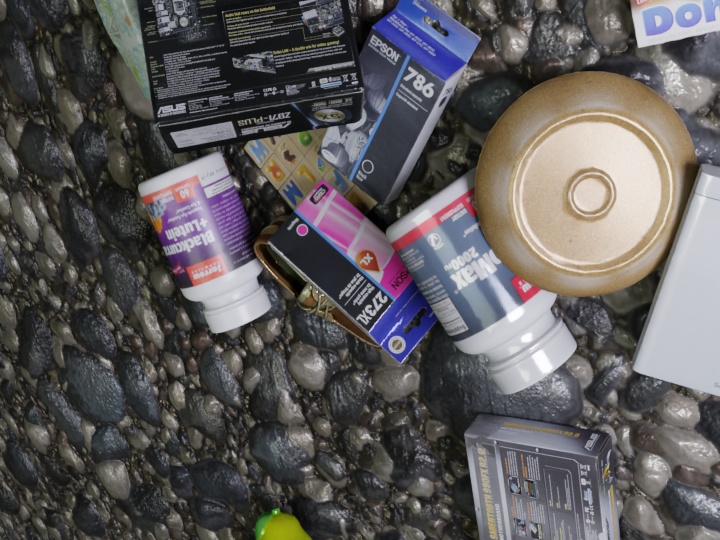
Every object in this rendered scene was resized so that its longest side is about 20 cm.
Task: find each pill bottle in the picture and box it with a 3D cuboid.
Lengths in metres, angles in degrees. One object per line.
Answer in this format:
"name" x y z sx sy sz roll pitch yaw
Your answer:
"pill bottle" 0.124 0.012 0.871 0.119 0.119 0.202 -32 92 41
"pill bottle" -0.184 -0.032 1.079 0.110 0.111 0.203 -13 104 39

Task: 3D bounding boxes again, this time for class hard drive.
"hard drive" 0.330 0.019 0.767 0.130 0.027 0.203 15 121 11

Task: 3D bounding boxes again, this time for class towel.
"towel" -0.262 -0.289 0.976 0.200 0.048 0.173 43 157 58

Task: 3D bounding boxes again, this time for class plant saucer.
"plant saucer" 0.199 -0.070 0.772 0.196 0.035 0.204 2 105 6

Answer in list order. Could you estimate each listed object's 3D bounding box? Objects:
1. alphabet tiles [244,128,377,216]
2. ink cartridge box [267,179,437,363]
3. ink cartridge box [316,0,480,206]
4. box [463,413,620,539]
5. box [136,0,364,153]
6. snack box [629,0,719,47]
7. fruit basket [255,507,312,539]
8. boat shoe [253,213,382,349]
"alphabet tiles" -0.054 -0.141 1.002 0.201 0.006 0.166 51 130 5
"ink cartridge box" 0.000 0.000 0.972 0.199 0.095 0.037 41 174 7
"ink cartridge box" 0.033 -0.174 0.897 0.099 0.039 0.202 38 126 15
"box" 0.205 0.268 0.982 0.156 0.048 0.203 3 113 36
"box" -0.106 -0.218 0.848 0.196 0.086 0.167 -11 81 -4
"snack box" 0.308 -0.231 0.683 0.197 0.024 0.073 -5 110 37
"fruit basket" -0.097 0.450 1.238 0.212 0.156 0.218 16 135 16
"boat shoe" -0.046 0.022 1.027 0.199 0.074 0.076 41 130 9
